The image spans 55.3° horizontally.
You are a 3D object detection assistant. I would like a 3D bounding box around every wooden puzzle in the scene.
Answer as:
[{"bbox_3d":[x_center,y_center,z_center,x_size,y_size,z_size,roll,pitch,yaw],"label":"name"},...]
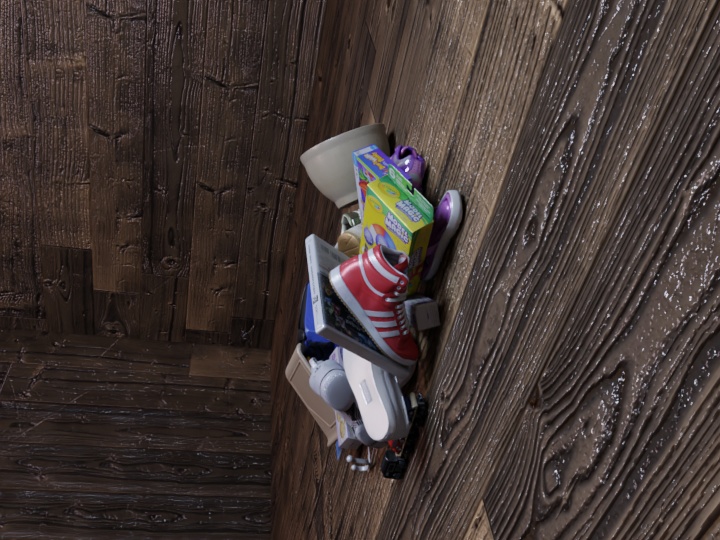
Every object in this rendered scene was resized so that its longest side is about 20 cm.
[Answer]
[{"bbox_3d":[-0.090,0.262,1.443,0.202,0.037,0.185,58,156,13],"label":"wooden puzzle"}]

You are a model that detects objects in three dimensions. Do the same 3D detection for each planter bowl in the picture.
[{"bbox_3d":[-0.016,-0.216,1.488,0.200,0.197,0.137,161,88,-77],"label":"planter bowl"}]

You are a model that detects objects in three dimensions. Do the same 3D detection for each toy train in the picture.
[{"bbox_3d":[0.067,0.275,1.134,0.034,0.045,0.203,-100,20,-53],"label":"toy train"}]

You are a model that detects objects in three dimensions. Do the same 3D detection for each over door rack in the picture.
[{"bbox_3d":[0.008,0.298,1.360,0.201,0.065,0.150,114,157,-57],"label":"over door rack"}]

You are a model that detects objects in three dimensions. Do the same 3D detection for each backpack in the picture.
[{"bbox_3d":[-0.060,0.155,1.507,0.164,0.164,0.202,-83,2,-46],"label":"backpack"}]

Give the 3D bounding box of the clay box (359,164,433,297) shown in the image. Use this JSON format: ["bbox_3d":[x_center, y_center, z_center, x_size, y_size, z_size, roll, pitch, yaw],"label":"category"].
[{"bbox_3d":[0.053,-0.056,1.071,0.115,0.047,0.202,48,153,28],"label":"clay box"}]

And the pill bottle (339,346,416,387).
[{"bbox_3d":[0.023,0.144,1.241,0.200,0.113,0.118,-167,83,-77],"label":"pill bottle"}]

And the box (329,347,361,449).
[{"bbox_3d":[-0.028,0.245,1.334,0.042,0.038,0.202,-52,34,40],"label":"box"}]

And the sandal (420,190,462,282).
[{"bbox_3d":[0.108,-0.058,1.085,0.204,0.049,0.084,111,161,-52],"label":"sandal"}]

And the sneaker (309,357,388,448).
[{"bbox_3d":[-0.018,0.229,1.221,0.075,0.201,0.115,-44,31,-8],"label":"sneaker"}]

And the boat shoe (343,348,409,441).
[{"bbox_3d":[0.030,0.172,1.088,0.072,0.068,0.202,-45,51,29],"label":"boat shoe"}]

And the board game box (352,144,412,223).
[{"bbox_3d":[0.044,-0.096,1.186,0.135,0.044,0.203,50,155,47],"label":"board game box"}]

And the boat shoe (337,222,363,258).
[{"bbox_3d":[0.000,0.000,1.248,0.069,0.073,0.202,-42,-29,-37],"label":"boat shoe"}]

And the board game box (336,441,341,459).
[{"bbox_3d":[-0.025,0.325,1.555,0.200,0.038,0.161,-105,23,-72],"label":"board game box"}]

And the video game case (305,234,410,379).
[{"bbox_3d":[-0.005,0.057,1.074,0.023,0.199,0.184,-34,44,25],"label":"video game case"}]

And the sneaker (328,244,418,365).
[{"bbox_3d":[0.054,0.050,1.023,0.112,0.201,0.072,-33,23,19],"label":"sneaker"}]

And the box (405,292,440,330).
[{"bbox_3d":[0.084,0.061,1.152,0.200,0.038,0.042,-152,50,-77],"label":"box"}]

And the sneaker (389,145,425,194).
[{"bbox_3d":[0.073,-0.190,1.272,0.200,0.079,0.090,-127,49,-65],"label":"sneaker"}]

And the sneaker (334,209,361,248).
[{"bbox_3d":[0.009,-0.090,1.317,0.202,0.089,0.067,-61,25,-9],"label":"sneaker"}]
